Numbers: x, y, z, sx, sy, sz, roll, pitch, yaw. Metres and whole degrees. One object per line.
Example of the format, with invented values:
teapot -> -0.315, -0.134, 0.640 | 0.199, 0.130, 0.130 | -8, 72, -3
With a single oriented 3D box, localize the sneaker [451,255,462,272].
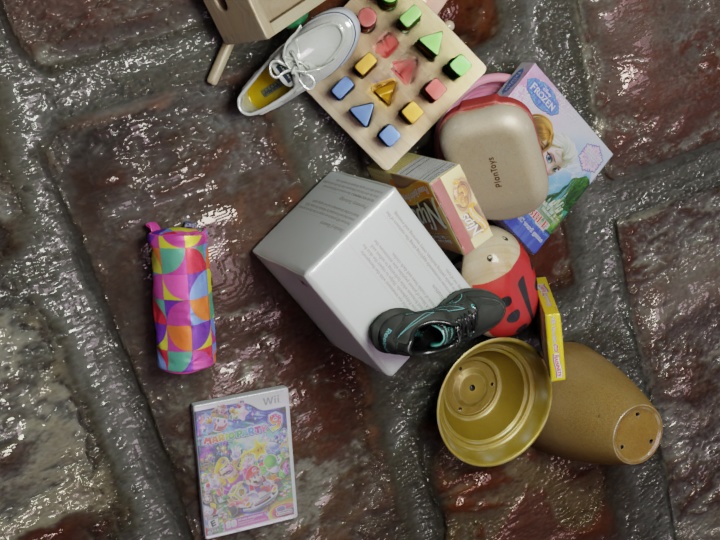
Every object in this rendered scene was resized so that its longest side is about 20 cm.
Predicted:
sneaker -> 0.141, 0.038, 1.757 | 0.200, 0.077, 0.076 | -37, 111, -18

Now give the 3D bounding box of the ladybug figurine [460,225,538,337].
ladybug figurine -> 0.210, 0.023, 1.728 | 0.136, 0.072, 0.200 | -54, 139, -26

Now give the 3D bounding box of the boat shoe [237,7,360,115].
boat shoe -> -0.088, -0.262, 1.525 | 0.075, 0.201, 0.086 | 54, 31, -10

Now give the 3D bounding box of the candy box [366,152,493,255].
candy box -> 0.093, -0.098, 1.639 | 0.055, 0.200, 0.116 | -35, 113, -15

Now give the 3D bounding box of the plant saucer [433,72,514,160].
plant saucer -> 0.191, -0.191, 1.751 | 0.199, 0.051, 0.202 | -5, 101, -25

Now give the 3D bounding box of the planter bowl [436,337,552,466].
planter bowl -> 0.187, 0.189, 1.803 | 0.199, 0.083, 0.202 | -6, 104, -23

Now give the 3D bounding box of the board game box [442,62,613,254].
board game box -> 0.245, -0.163, 1.730 | 0.200, 0.041, 0.200 | 42, 81, -25

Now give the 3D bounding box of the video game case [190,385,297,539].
video game case -> -0.164, 0.274, 1.692 | 0.142, 0.018, 0.201 | -9, 103, -23

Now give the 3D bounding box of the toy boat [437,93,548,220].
toy boat -> 0.185, -0.168, 1.619 | 0.130, 0.131, 0.201 | -9, 132, 16

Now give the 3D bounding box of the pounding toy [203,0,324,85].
pounding toy -> -0.139, -0.373, 1.529 | 0.184, 0.142, 0.201 | -40, 117, -29

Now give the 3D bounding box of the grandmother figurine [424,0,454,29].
grandmother figurine -> 0.074, -0.363, 1.657 | 0.121, 0.061, 0.201 | 29, 85, 1

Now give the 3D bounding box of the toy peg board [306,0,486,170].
toy peg board -> 0.036, -0.273, 1.580 | 0.199, 0.098, 0.200 | -45, 94, 3

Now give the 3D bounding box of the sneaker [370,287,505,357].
sneaker -> 0.113, 0.077, 1.533 | 0.199, 0.079, 0.076 | -15, 110, -27

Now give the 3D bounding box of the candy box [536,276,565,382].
candy box -> 0.281, 0.084, 1.771 | 0.026, 0.200, 0.103 | -8, 105, 5

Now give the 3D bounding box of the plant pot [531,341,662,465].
plant pot -> 0.369, 0.226, 1.834 | 0.185, 0.200, 0.188 | -6, 104, -24

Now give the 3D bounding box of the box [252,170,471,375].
box -> 0.000, 0.000, 1.615 | 0.171, 0.200, 0.199 | -45, 116, -12

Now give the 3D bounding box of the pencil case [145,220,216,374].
pencil case -> -0.238, 0.035, 1.577 | 0.088, 0.088, 0.201 | -7, 101, -24
